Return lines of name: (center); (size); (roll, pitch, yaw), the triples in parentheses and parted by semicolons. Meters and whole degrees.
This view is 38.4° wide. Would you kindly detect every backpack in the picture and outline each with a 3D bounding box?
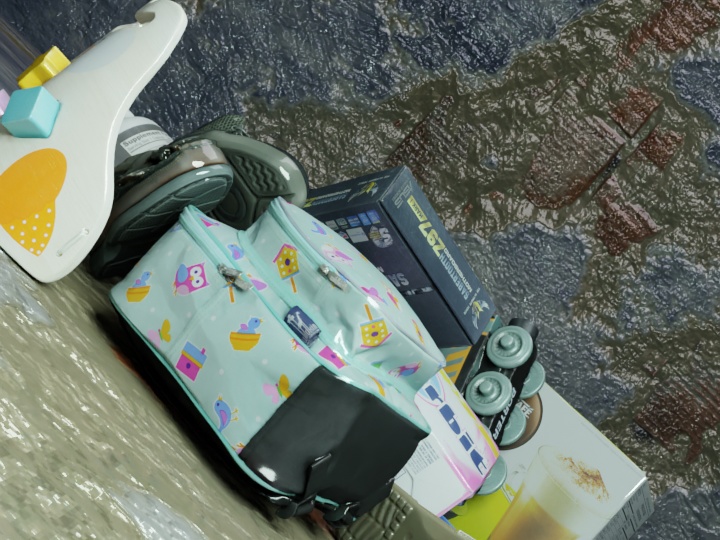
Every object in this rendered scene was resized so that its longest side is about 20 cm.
backpack: (-0.054, 0.044, 0.660); (0.199, 0.154, 0.176); (35, 0, 27)

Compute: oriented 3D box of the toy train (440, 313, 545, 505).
toy train: (0.101, 0.127, 0.997); (0.113, 0.201, 0.086); (11, -30, 32)

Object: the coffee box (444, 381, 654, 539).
coffee box: (0.171, 0.237, 1.094); (0.200, 0.198, 0.200); (43, -3, 28)

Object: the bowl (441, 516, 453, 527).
bowl: (0.036, 0.212, 0.877); (0.201, 0.039, 0.201); (45, -1, 1)

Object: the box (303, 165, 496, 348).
box: (0.000, 0.000, 0.910); (0.199, 0.051, 0.158); (-7, -54, 46)

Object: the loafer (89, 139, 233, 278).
loafer: (-0.152, -0.051, 0.714); (0.200, 0.071, 0.064); (-32, -104, 54)

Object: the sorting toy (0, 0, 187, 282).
sorting toy: (-0.184, -0.109, 0.691); (0.107, 0.180, 0.200); (44, -2, -21)

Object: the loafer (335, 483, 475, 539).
loafer: (0.064, 0.207, 0.664); (0.200, 0.076, 0.067); (43, 5, 41)

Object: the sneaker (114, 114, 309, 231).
sneaker: (-0.093, -0.078, 0.774); (0.198, 0.114, 0.077); (-2, -64, 47)

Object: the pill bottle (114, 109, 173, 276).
pill bottle: (-0.188, -0.060, 0.900); (0.200, 0.113, 0.113); (43, -1, 15)

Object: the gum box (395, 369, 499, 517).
gum box: (0.024, 0.098, 0.795); (0.201, 0.066, 0.113); (55, 18, 7)
